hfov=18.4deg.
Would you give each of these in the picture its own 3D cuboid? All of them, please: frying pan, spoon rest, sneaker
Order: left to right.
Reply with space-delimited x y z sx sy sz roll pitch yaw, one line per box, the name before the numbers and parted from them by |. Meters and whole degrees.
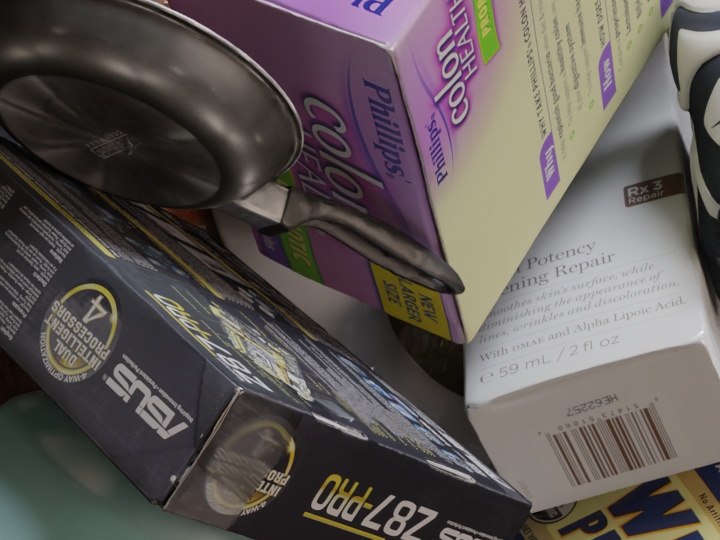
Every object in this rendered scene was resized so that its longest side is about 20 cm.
frying pan | -0.056 -0.033 0.725 0.190 0.114 0.031 48 54 -46
spoon rest | 0.000 0.000 0.920 0.099 0.060 0.201 -48 119 -32
sneaker | 0.179 -0.012 0.885 0.199 0.079 0.130 54 32 -54

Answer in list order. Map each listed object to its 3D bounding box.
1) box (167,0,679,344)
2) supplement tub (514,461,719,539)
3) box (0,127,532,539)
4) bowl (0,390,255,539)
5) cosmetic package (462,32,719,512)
box | 0.036 -0.111 0.796 0.201 0.096 0.176 -57 154 -23
supplement tub | 0.139 0.118 0.933 0.199 0.145 0.145 -34 131 -3
box | -0.056 0.025 0.734 0.049 0.200 0.161 -55 141 4
bowl | -0.071 0.110 0.724 0.200 0.200 0.105 26 98 -50
cosmetic package | 0.096 -0.005 0.916 0.201 0.101 0.074 -91 159 -48
